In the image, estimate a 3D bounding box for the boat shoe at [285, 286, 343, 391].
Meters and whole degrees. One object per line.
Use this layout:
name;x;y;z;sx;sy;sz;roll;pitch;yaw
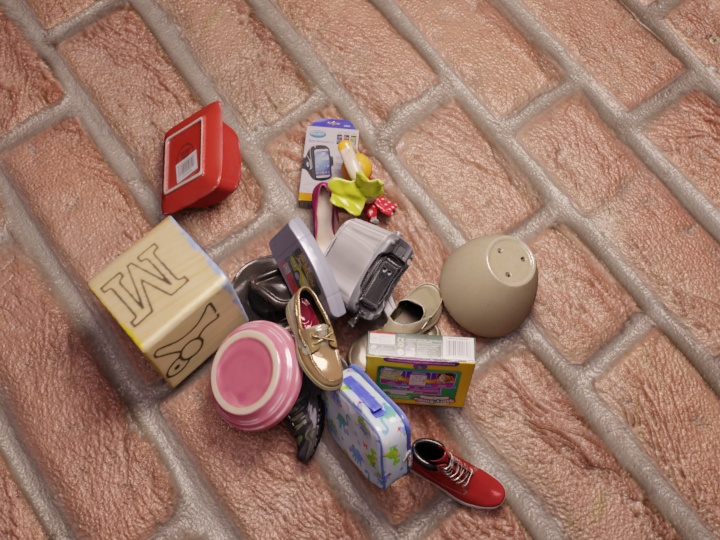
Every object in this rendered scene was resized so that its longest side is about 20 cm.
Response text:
boat shoe;-0.081;0.118;1.454;0.073;0.067;0.202;-10;56;-30

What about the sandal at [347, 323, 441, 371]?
sandal;0.066;0.141;1.597;0.196;0.054;0.082;-15;71;-7

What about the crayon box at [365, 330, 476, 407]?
crayon box;0.106;0.186;1.515;0.195;0.174;0.059;4;55;0

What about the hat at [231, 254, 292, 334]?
hat;-0.169;0.044;1.615;0.196;0.081;0.205;0;71;0

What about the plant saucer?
plant saucer;-0.199;0.189;1.484;0.197;0.051;0.205;-8;71;24

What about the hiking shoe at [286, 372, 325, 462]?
hiking shoe;-0.118;0.255;1.522;0.098;0.076;0.205;5;96;8

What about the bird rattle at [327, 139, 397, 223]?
bird rattle;0.009;-0.184;1.642;0.111;0.199;0.166;-23;81;19

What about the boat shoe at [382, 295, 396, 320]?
boat shoe;0.043;0.003;1.638;0.064;0.074;0.203;-20;72;-4

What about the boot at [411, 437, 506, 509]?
boot;0.178;0.367;1.468;0.197;0.145;0.073;24;69;6

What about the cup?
cup;0.267;0.009;1.584;0.196;0.144;0.204;5;65;-11

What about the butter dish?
butter dish;-0.309;-0.213;1.682;0.198;0.147;0.204;-20;63;37

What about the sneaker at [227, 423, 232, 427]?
sneaker;-0.186;0.210;1.560;0.088;0.078;0.204;15;81;5

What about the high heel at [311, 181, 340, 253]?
high heel;-0.064;-0.074;1.636;0.066;0.096;0.205;-1;86;0

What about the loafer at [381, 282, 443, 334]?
loafer;0.107;0.081;1.580;0.075;0.069;0.200;27;44;16

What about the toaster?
toaster;0.000;0.000;1.551;0.128;0.113;0.202;31;91;38

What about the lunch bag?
lunch bag;0.013;0.276;1.458;0.081;0.163;0.199;-23;38;-25

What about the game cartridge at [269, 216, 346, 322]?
game cartridge;-0.100;0.008;1.531;0.040;0.133;0.203;-24;84;-35

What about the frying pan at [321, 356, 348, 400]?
frying pan;-0.072;0.171;1.545;0.112;0.031;0.194;6;107;0

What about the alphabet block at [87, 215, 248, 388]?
alphabet block;-0.357;0.062;1.535;0.199;0.196;0.196;-40;63;-16

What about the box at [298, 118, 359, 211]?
box;-0.065;-0.229;1.741;0.116;0.042;0.204;5;67;1
